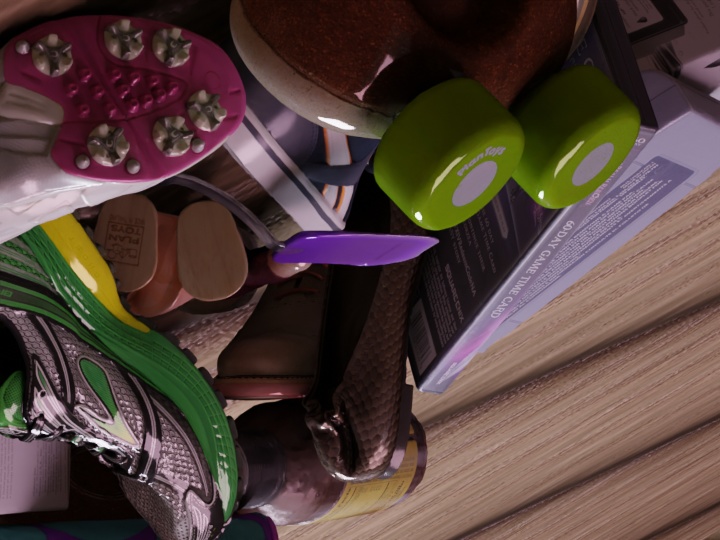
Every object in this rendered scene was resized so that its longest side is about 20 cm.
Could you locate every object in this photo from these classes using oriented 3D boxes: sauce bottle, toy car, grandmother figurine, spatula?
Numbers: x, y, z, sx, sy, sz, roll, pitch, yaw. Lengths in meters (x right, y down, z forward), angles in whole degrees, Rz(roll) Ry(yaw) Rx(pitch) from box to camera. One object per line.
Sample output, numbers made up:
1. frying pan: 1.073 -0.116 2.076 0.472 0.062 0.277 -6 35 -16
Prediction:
1. sauce bottle: -0.030 0.093 1.472 0.065 0.065 0.200 -37 164 18
2. toy car: 0.050 -0.145 1.118 0.157 0.164 0.200 -11 141 -52
3. grandmother figurine: -0.082 -0.004 1.390 0.200 0.121 0.061 32 72 -83
4. spatula: -0.066 -0.030 1.260 0.199 0.021 0.057 19 162 -14

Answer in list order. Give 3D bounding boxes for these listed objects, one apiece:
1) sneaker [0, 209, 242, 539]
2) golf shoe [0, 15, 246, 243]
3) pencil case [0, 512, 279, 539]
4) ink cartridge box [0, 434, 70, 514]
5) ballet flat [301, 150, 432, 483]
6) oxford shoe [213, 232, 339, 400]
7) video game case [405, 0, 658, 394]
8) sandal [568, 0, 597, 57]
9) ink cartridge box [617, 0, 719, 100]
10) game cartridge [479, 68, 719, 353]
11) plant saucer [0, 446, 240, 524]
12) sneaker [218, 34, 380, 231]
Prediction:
1. sneaker: -0.127 0.052 1.285 0.078 0.200 0.085 -6 -140 48
2. golf shoe: -0.142 -0.047 1.193 0.199 0.076 0.092 -16 169 -27
3. pencil case: -0.131 0.152 1.346 0.199 0.086 0.092 0 179 -15
4. ink cartridge box: -0.194 0.053 1.292 0.050 0.110 0.200 -1 178 25
5. ballet flat: 0.000 0.000 1.416 0.046 0.201 0.067 6 178 -26
6. oxford shoe: -0.031 0.018 1.502 0.070 0.074 0.200 -1 -167 14
7. video game case: 0.063 -0.058 1.385 0.019 0.143 0.200 9 139 -29
8. sandal: 0.077 -0.150 1.284 0.054 0.081 0.200 -5 151 -28
9. ink cartridge box: 0.113 -0.094 1.524 0.199 0.067 0.116 -23 161 -30
10. game cartridge: 0.095 -0.026 1.500 0.200 0.041 0.133 -39 165 15
11. plant saucer: -0.131 0.111 1.469 0.200 0.200 0.037 -17 138 -43
12. sneaker: -0.021 -0.068 1.329 0.079 0.078 0.200 -42 170 -1
